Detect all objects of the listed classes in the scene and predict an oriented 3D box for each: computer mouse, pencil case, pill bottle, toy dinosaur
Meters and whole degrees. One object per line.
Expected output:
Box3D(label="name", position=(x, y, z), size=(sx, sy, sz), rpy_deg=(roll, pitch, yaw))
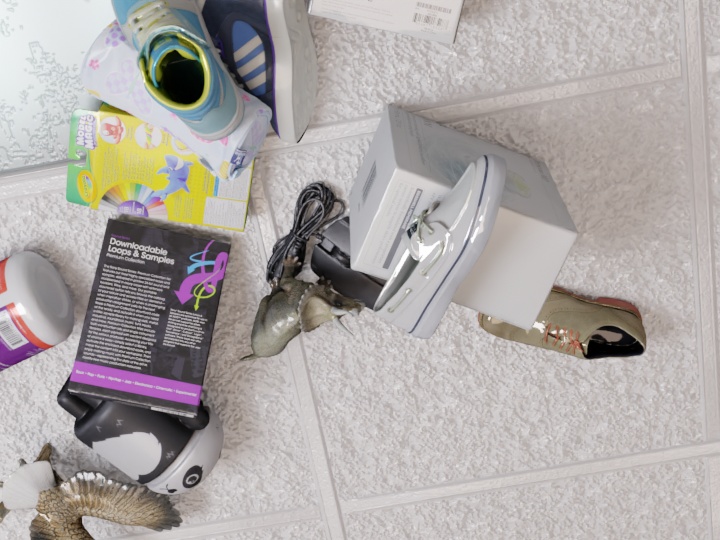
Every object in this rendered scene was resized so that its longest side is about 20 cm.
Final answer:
Box3D(label="computer mouse", position=(0.000, 0.000, 1.333), size=(0.199, 0.053, 0.139), rpy_deg=(24, 112, -12))
Box3D(label="pencil case", position=(-0.189, -0.176, 1.198), size=(0.199, 0.083, 0.091), rpy_deg=(34, 125, 5))
Box3D(label="pill bottle", position=(-0.433, 0.065, 1.319), size=(0.199, 0.113, 0.113), rpy_deg=(-24, 114, 10))
Box3D(label="toy dinosaur", position=(-0.087, 0.051, 1.293), size=(0.199, 0.103, 0.077), rpy_deg=(-31, 115, 29))

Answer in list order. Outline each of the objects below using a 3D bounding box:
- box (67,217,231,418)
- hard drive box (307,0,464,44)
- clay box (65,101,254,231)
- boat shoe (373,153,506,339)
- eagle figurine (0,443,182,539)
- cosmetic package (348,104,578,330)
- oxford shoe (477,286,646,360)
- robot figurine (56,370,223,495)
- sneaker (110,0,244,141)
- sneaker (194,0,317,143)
Box3D(label="box", position=(-0.232, 0.052, 1.297), size=(0.142, 0.036, 0.201), rpy_deg=(12, 75, -7))
Box3D(label="hard drive box", position=(0.040, -0.344, 1.157), size=(0.155, 0.077, 0.201), rpy_deg=(11, 115, -7))
Box3D(label="clay box", position=(-0.216, -0.116, 1.274), size=(0.198, 0.048, 0.116), rpy_deg=(9, 115, -5))
Box3D(label="boat shoe", position=(0.071, -0.023, 1.090), size=(0.066, 0.074, 0.201), rpy_deg=(17, 114, -12))
Box3D(label="eagle figurine", position=(-0.337, 0.301, 1.416), size=(0.199, 0.151, 0.152), rpy_deg=(34, 127, 13))
Box3D(label="cosmetic package", position=(0.101, -0.061, 1.225), size=(0.199, 0.200, 0.124), rpy_deg=(20, 113, -11))
Box3D(label="oxford shoe", position=(0.238, 0.065, 1.357), size=(0.198, 0.075, 0.071), rpy_deg=(2, 116, -2))
Box3D(label="robot figurine", position=(-0.255, 0.178, 1.370), size=(0.200, 0.150, 0.125), rpy_deg=(40, 85, -18))
Box3D(label="sneaker", position=(-0.184, -0.222, 1.090), size=(0.079, 0.131, 0.201), rpy_deg=(-36, 82, 3))
Box3D(label="sneaker", position=(-0.129, -0.231, 1.218), size=(0.145, 0.081, 0.201), rpy_deg=(11, 134, 17))
